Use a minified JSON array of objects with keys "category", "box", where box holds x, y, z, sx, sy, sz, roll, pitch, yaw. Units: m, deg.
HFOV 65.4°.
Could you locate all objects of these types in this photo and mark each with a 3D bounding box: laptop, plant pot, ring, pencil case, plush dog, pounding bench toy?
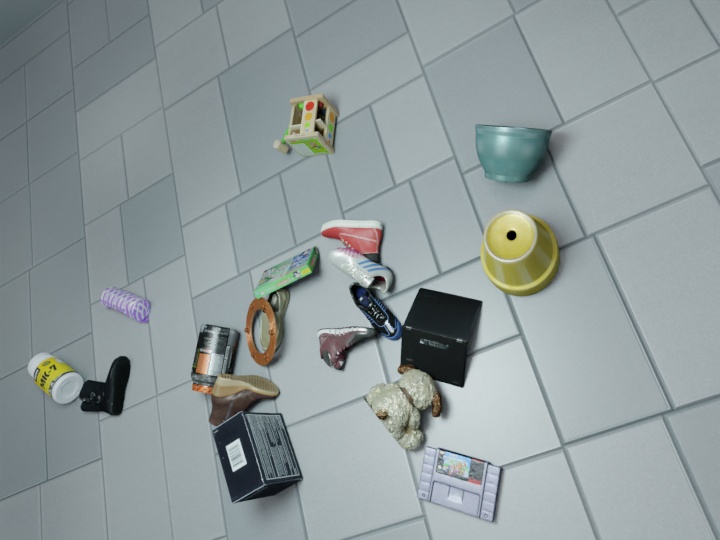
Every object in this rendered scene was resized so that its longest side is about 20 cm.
[{"category":"laptop","box":[0.214,0.176,1.506,0.183,0.115,0.206,11,109,28]},{"category":"plant pot","box":[0.385,-0.057,1.387,0.195,0.188,0.207,-7,72,22]},{"category":"ring","box":[-0.305,0.183,1.688,0.198,0.019,0.207,-1,89,54]},{"category":"pencil case","box":[-0.832,0.120,1.982,0.196,0.083,0.088,15,117,30]},{"category":"plush dog","box":[0.116,0.329,1.439,0.171,0.161,0.200,-40,61,-7]},{"category":"plant pot","box":[0.390,-0.305,1.468,0.195,0.199,0.138,13,109,27]},{"category":"pounding bench toy","box":[-0.186,-0.469,1.809,0.194,0.124,0.161,-1,75,25]}]

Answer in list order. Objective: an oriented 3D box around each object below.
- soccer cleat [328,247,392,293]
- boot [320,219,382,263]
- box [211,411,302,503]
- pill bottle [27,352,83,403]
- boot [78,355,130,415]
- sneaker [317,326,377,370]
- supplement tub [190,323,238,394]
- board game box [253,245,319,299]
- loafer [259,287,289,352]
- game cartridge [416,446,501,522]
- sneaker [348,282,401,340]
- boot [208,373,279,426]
[{"category":"soccer cleat","box":[0.000,0.000,1.567,0.195,0.071,0.087,21,39,-5]},{"category":"boot","box":[-0.034,-0.070,1.660,0.194,0.072,0.149,2,78,22]},{"category":"box","box":[-0.281,0.509,1.543,0.122,0.197,0.204,-32,65,16]},{"category":"pill bottle","box":[-1.099,0.382,2.017,0.196,0.114,0.117,23,86,28]},{"category":"boot","box":[-0.887,0.391,1.934,0.163,0.076,0.207,3,83,22]},{"category":"sneaker","box":[-0.036,0.221,1.585,0.196,0.075,0.119,-8,77,34]},{"category":"supplement tub","box":[-0.453,0.273,1.734,0.119,0.122,0.206,4,78,26]},{"category":"board game box","box":[-0.223,0.004,1.703,0.196,0.030,0.136,-25,23,18]},{"category":"loafer","box":[-0.273,0.147,1.712,0.074,0.068,0.206,5,78,26]},{"category":"game cartridge","box":[0.242,0.521,1.385,0.195,0.038,0.134,7,83,27]},{"category":"sneaker","box":[0.035,0.113,1.569,0.070,0.078,0.200,-46,62,6]},{"category":"boot","box":[-0.351,0.398,1.681,0.194,0.073,0.171,12,111,-7]}]
